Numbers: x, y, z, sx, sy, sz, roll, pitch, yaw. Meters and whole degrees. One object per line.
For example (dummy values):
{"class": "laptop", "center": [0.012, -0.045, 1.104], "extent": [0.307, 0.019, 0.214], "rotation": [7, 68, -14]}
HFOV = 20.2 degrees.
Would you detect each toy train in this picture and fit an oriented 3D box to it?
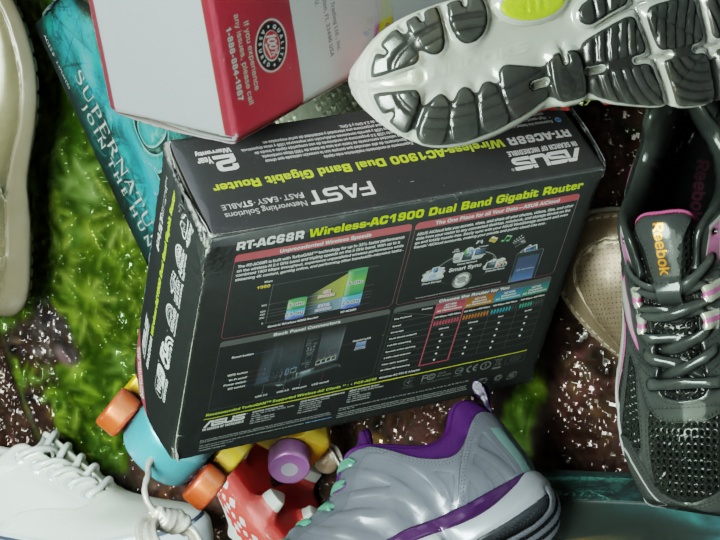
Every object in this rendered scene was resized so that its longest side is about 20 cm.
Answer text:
{"class": "toy train", "center": [-0.035, 0.097, 1.019], "extent": [0.056, 0.199, 0.151], "rotation": [-47, 53, 26]}

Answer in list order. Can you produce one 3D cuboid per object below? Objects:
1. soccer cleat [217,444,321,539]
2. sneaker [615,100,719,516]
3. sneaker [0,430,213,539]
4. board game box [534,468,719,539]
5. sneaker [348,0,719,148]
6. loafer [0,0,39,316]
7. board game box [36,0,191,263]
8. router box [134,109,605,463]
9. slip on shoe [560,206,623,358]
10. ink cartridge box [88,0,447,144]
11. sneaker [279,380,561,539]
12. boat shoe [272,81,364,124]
{"class": "soccer cleat", "center": [-0.035, 0.172, 1.089], "extent": [0.085, 0.069, 0.200], "rotation": [-41, 85, 24]}
{"class": "sneaker", "center": [0.140, 0.009, 0.899], "extent": [0.080, 0.086, 0.202], "rotation": [-9, 66, 22]}
{"class": "sneaker", "center": [-0.175, 0.130, 1.150], "extent": [0.199, 0.073, 0.071], "rotation": [1, 104, 28]}
{"class": "board game box", "center": [0.130, 0.161, 0.989], "extent": [0.199, 0.028, 0.136], "rotation": [-1, 117, 35]}
{"class": "sneaker", "center": [0.090, -0.104, 0.886], "extent": [0.198, 0.085, 0.078], "rotation": [-9, 99, -10]}
{"class": "loafer", "center": [-0.219, -0.069, 1.120], "extent": [0.076, 0.067, 0.202], "rotation": [21, 115, 60]}
{"class": "board game box", "center": [-0.096, -0.066, 1.050], "extent": [0.135, 0.028, 0.201], "rotation": [-31, 84, 59]}
{"class": "router box", "center": [0.000, 0.000, 0.935], "extent": [0.150, 0.199, 0.062], "rotation": [105, 146, -45]}
{"class": "slip on shoe", "center": [0.168, 0.041, 0.955], "extent": [0.200, 0.060, 0.076], "rotation": [41, 116, 14]}
{"class": "ink cartridge box", "center": [-0.027, -0.165, 0.902], "extent": [0.082, 0.200, 0.147], "rotation": [14, 124, 39]}
{"class": "sneaker", "center": [-0.007, 0.131, 0.961], "extent": [0.199, 0.075, 0.088], "rotation": [-26, 61, -6]}
{"class": "boat shoe", "center": [-0.021, -0.098, 1.023], "extent": [0.199, 0.062, 0.075], "rotation": [28, 130, 40]}
